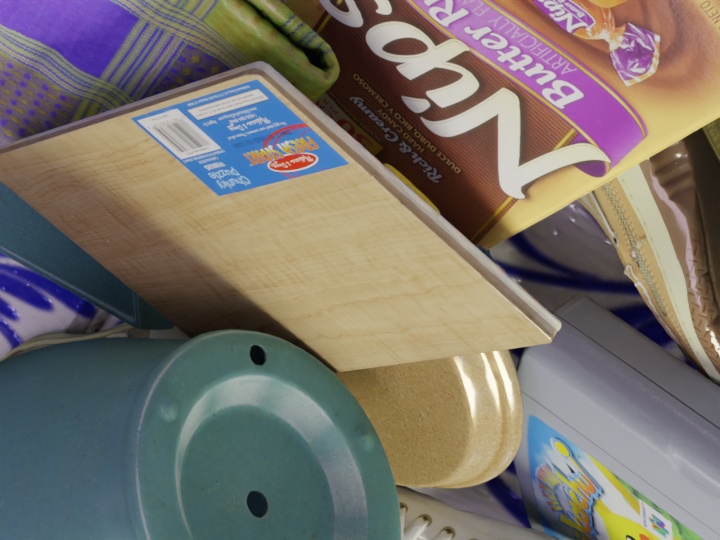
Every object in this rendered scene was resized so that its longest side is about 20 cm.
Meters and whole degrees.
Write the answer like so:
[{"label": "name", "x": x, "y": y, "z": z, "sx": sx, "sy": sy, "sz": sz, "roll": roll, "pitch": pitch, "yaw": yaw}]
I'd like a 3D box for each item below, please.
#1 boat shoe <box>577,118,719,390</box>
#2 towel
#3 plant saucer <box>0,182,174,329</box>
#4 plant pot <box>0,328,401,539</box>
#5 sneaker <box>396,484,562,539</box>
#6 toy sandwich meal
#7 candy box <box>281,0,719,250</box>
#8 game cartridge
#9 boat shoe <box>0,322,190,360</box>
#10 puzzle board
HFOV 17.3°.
[{"label": "boat shoe", "x": 0.112, "y": -0.035, "z": 0.896, "sx": 0.076, "sy": 0.072, "sz": 0.200, "roll": 1, "pitch": 122, "yaw": 50}, {"label": "towel", "x": -0.097, "y": -0.075, "z": 0.875, "sx": 0.144, "sy": 0.023, "sz": 0.200, "roll": 34, "pitch": 153, "yaw": -11}, {"label": "plant saucer", "x": -0.163, "y": -0.036, "z": 1.063, "sx": 0.200, "sy": 0.019, "sz": 0.070, "roll": 27, "pitch": 137, "yaw": 29}, {"label": "plant pot", "x": -0.093, "y": 0.112, "z": 0.950, "sx": 0.188, "sy": 0.200, "sz": 0.200, "roll": -27, "pitch": 109, "yaw": 43}, {"label": "sneaker", "x": 0.024, "y": 0.132, "z": 1.011, "sx": 0.200, "sy": 0.073, "sz": 0.085, "roll": 17, "pitch": 177, "yaw": 46}, {"label": "toy sandwich meal", "x": 0.000, "y": 0.000, "z": 0.975, "sx": 0.205, "sy": 0.070, "sz": 0.205, "roll": 32, "pitch": 147, "yaw": 24}, {"label": "candy box", "x": 0.057, "y": -0.085, "z": 0.793, "sx": 0.117, "sy": 0.056, "sz": 0.200, "roll": 48, "pitch": 147, "yaw": -7}, {"label": "game cartridge", "x": 0.120, "y": 0.101, "z": 0.969, "sx": 0.133, "sy": 0.040, "sz": 0.200, "roll": 39, "pitch": 157, "yaw": 34}, {"label": "boat shoe", "x": -0.140, "y": 0.071, "z": 1.130, "sx": 0.200, "sy": 0.063, "sz": 0.073, "roll": -17, "pitch": 103, "yaw": 40}, {"label": "puzzle board", "x": -0.038, "y": -0.014, "z": 0.881, "sx": 0.151, "sy": 0.017, "sz": 0.200, "roll": 42, "pitch": 151, "yaw": -24}]
